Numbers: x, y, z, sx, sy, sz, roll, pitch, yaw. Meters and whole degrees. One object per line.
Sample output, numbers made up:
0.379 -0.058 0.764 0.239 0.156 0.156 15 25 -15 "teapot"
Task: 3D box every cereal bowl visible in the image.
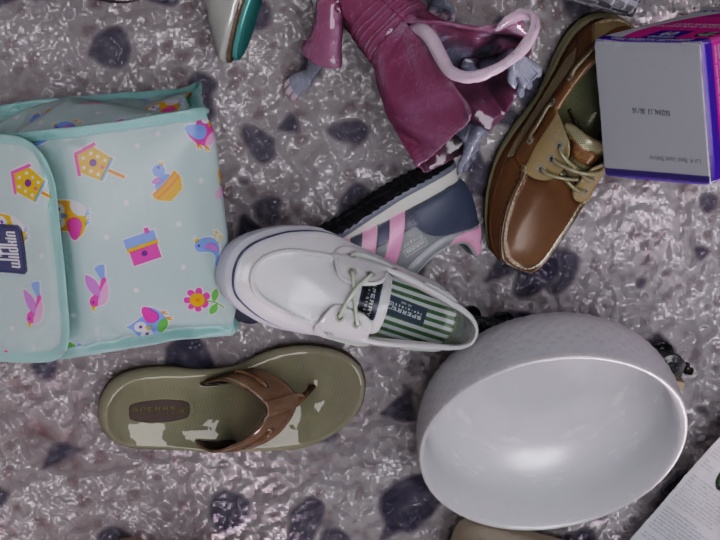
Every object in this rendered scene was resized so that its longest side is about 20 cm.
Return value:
0.137 0.100 1.446 0.198 0.084 0.201 -3 134 -3 "cereal bowl"

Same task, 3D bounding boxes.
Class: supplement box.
0.274 -0.134 1.406 0.199 0.101 0.104 -17 107 -39 "supplement box"

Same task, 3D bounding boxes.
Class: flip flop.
-0.092 0.100 1.431 0.198 0.058 0.082 -2 103 -13 "flip flop"

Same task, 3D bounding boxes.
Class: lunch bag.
-0.193 -0.032 1.344 0.198 0.122 0.172 -8 109 -8 "lunch bag"

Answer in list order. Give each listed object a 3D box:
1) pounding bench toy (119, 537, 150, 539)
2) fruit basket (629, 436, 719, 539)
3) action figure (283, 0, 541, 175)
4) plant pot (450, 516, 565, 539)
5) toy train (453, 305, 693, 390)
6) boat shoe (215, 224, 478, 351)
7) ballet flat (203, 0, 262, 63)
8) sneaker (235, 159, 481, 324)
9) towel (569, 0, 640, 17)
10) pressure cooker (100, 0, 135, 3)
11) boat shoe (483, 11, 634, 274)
-0.083 0.284 1.422 0.198 0.156 0.125 10 99 -16 "pounding bench toy"
0.333 0.194 1.554 0.185 0.094 0.200 34 108 -17 "fruit basket"
0.019 -0.163 1.353 0.134 0.149 0.200 -43 76 -11 "action figure"
0.148 0.333 1.462 0.198 0.177 0.201 16 109 -16 "plant pot"
0.162 0.067 1.498 0.198 0.034 0.046 11 110 -15 "toy train"
-0.002 0.014 1.351 0.199 0.067 0.074 10 94 -35 "boat shoe"
-0.081 -0.246 1.361 0.069 0.069 0.202 19 93 -17 "ballet flat"
0.000 0.000 1.425 0.199 0.070 0.082 -30 106 -4 "sneaker"
0.127 -0.284 1.386 0.198 0.086 0.167 14 98 -16 "towel"
-0.187 -0.283 1.258 0.175 0.200 0.180 -29 131 -26 "pressure cooker"
0.151 -0.094 1.439 0.075 0.074 0.202 19 97 -17 "boat shoe"
